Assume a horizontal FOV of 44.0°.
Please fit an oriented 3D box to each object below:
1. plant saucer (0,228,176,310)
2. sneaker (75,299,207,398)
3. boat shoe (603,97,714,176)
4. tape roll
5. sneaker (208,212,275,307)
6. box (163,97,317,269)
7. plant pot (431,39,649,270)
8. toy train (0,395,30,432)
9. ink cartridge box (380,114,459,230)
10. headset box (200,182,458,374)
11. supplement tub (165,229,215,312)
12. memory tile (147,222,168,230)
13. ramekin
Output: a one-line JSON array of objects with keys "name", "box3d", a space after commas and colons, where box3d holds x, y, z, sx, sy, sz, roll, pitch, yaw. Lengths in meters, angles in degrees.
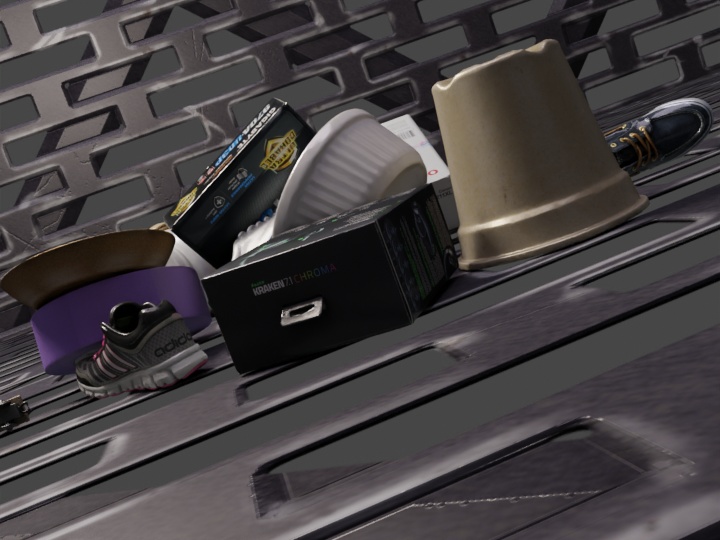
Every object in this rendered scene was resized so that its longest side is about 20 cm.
[{"name": "plant saucer", "box3d": [-0.302, 0.007, 1.015, 0.199, 0.036, 0.200, -19, -10, -3]}, {"name": "sneaker", "box3d": [-0.235, 0.075, 0.910, 0.199, 0.088, 0.074, -14, 9, 46]}, {"name": "boat shoe", "box3d": [0.344, -0.149, 1.114, 0.200, 0.071, 0.091, -25, 5, 24]}, {"name": "tape roll", "box3d": [-0.281, 0.061, 1.056, 0.199, 0.066, 0.200, -20, -10, -4]}, {"name": "sneaker", "box3d": [-0.108, -0.030, 1.026, 0.201, 0.071, 0.073, -59, -20, -18]}, {"name": "box", "box3d": [-0.112, -0.081, 1.074, 0.200, 0.159, 0.046, -47, 32, -2]}, {"name": "plant pot", "box3d": [0.163, -0.121, 0.891, 0.199, 0.184, 0.200, -20, 7, 2]}, {"name": "toy train", "box3d": [-0.438, 0.180, 0.933, 0.199, 0.034, 0.046, -21, -6, -3]}, {"name": "ink cartridge box", "box3d": [0.035, -0.116, 1.207, 0.145, 0.083, 0.200, -19, 35, -3]}, {"name": "headset box", "box3d": [-0.021, 0.004, 0.807, 0.173, 0.093, 0.200, -18, 8, 21]}, {"name": "supplement tub", "box3d": [-0.252, -0.004, 1.378, 0.144, 0.145, 0.200, -16, 7, 31]}, {"name": "memory tile", "box3d": [-0.379, -0.014, 1.418, 0.153, 0.017, 0.200, -35, 0, -26]}, {"name": "ramekin", "box3d": [-0.004, -0.068, 0.991, 0.094, 0.203, 0.202, 28, 27, 19]}]
